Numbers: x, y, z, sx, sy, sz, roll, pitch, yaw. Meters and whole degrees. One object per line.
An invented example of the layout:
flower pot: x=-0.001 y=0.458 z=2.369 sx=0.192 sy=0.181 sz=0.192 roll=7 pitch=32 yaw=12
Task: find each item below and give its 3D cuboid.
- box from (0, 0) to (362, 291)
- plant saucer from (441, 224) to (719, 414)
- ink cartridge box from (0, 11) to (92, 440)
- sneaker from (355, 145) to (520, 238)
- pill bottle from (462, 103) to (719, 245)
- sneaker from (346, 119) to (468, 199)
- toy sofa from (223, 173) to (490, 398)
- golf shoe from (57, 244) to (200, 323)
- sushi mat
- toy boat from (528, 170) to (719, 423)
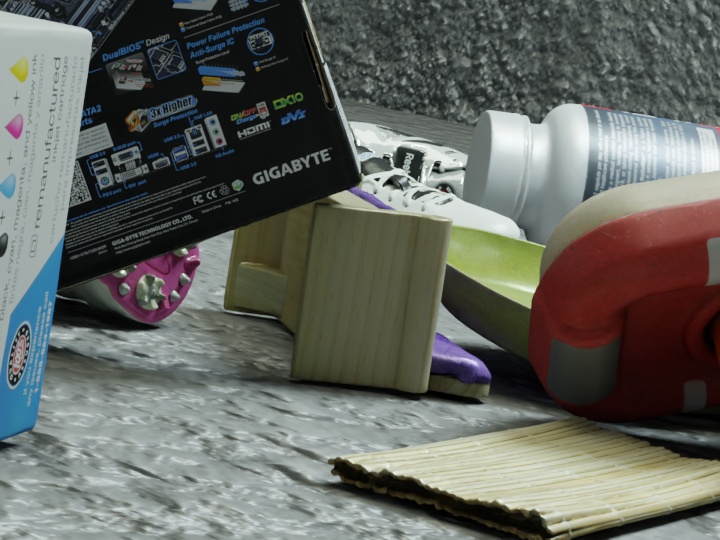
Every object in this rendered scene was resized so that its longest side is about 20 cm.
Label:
box: x=-0.122 y=-0.099 z=0.992 sx=0.199 sy=0.199 sz=0.050 roll=-20 pitch=6 yaw=2
plant saucer: x=0.117 y=0.028 z=1.155 sx=0.199 sy=0.031 sz=0.200 roll=19 pitch=11 yaw=-4
ink cartridge box: x=-0.193 y=-0.018 z=0.716 sx=0.144 sy=0.148 sz=0.200 roll=11 pitch=7 yaw=14
sneaker: x=0.018 y=-0.040 z=1.487 sx=0.199 sy=0.073 sz=0.072 roll=12 pitch=22 yaw=41
pill bottle: x=0.184 y=-0.062 z=1.731 sx=0.199 sy=0.120 sz=0.120 roll=9 pitch=7 yaw=-9
sneaker: x=0.041 y=-0.076 z=1.843 sx=0.199 sy=0.075 sz=0.088 roll=5 pitch=6 yaw=-30
toy sofa: x=0.000 y=0.000 z=1.115 sx=0.097 sy=0.083 sz=0.200 roll=7 pitch=7 yaw=-13
golf shoe: x=-0.160 y=-0.054 z=1.086 sx=0.091 sy=0.200 sz=0.075 roll=-1 pitch=39 yaw=46
sushi mat: x=0.077 y=0.077 z=0.878 sx=0.095 sy=0.012 sz=0.200 roll=13 pitch=8 yaw=31
toy boat: x=0.176 y=0.034 z=0.979 sx=0.199 sy=0.131 sz=0.131 roll=-9 pitch=54 yaw=-5
